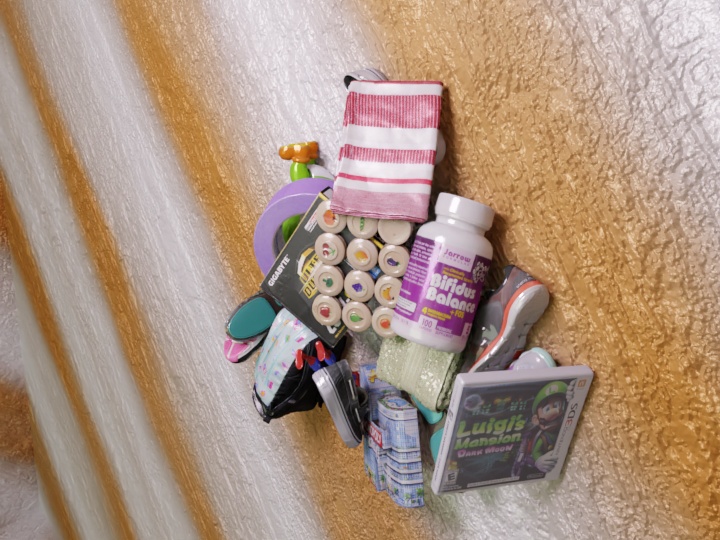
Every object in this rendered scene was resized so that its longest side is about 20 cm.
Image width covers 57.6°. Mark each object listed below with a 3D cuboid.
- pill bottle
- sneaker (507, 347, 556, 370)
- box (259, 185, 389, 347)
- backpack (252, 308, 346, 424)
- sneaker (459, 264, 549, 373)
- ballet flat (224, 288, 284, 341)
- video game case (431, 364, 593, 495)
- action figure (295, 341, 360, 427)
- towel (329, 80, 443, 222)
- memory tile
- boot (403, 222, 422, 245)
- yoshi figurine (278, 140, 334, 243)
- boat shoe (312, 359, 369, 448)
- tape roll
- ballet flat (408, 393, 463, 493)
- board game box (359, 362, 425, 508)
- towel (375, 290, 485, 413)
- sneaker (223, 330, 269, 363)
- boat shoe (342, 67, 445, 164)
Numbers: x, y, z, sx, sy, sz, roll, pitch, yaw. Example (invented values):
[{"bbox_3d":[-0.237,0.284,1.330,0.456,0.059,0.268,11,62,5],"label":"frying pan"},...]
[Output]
[{"bbox_3d":[0.119,0.002,0.909,0.111,0.111,0.205,19,95,41],"label":"pill bottle"},{"bbox_3d":[0.186,0.198,0.906,0.078,0.138,0.203,47,132,32],"label":"sneaker"},{"bbox_3d":[-0.046,-0.002,1.021,0.159,0.049,0.201,38,119,0],"label":"box"},{"bbox_3d":[-0.114,0.166,1.211,0.126,0.165,0.203,41,121,28],"label":"backpack"},{"bbox_3d":[0.191,0.078,0.929,0.082,0.076,0.202,54,128,39],"label":"sneaker"},{"bbox_3d":[-0.173,0.064,1.217,0.074,0.198,0.075,40,150,29],"label":"ballet flat"},{"bbox_3d":[0.200,0.212,0.867,0.023,0.195,0.186,-123,37,-58],"label":"video game case"},{"bbox_3d":[-0.042,0.205,1.128,0.064,0.200,0.101,-19,60,15],"label":"action figure"},{"bbox_3d":[0.037,-0.172,0.920,0.141,0.023,0.205,6,80,17],"label":"towel"},{"bbox_3d":[0.000,0.000,0.968,0.150,0.017,0.205,11,113,16],"label":"memory tile"},{"bbox_3d":[0.058,-0.064,1.017,0.088,0.073,0.204,1,116,27],"label":"boot"},{"bbox_3d":[-0.111,-0.120,1.156,0.111,0.110,0.205,16,117,59],"label":"yoshi figurine"},{"bbox_3d":[-0.017,0.221,1.064,0.073,0.070,0.202,57,170,41],"label":"boat shoe"},{"bbox_3d":[-0.074,-0.046,1.083,0.195,0.066,0.204,4,119,7],"label":"tape roll"},{"bbox_3d":[0.133,0.243,1.030,0.071,0.070,0.203,-44,62,44],"label":"ballet flat"},{"bbox_3d":[0.045,0.262,1.089,0.200,0.060,0.205,180,83,-79],"label":"board game box"},{"bbox_3d":[0.101,0.097,1.002,0.147,0.036,0.204,24,100,37],"label":"towel"},{"bbox_3d":[-0.194,0.124,1.267,0.072,0.201,0.089,4,124,20],"label":"sneaker"},{"bbox_3d":[0.042,-0.225,0.979,0.200,0.066,0.074,48,132,25],"label":"boat shoe"}]
